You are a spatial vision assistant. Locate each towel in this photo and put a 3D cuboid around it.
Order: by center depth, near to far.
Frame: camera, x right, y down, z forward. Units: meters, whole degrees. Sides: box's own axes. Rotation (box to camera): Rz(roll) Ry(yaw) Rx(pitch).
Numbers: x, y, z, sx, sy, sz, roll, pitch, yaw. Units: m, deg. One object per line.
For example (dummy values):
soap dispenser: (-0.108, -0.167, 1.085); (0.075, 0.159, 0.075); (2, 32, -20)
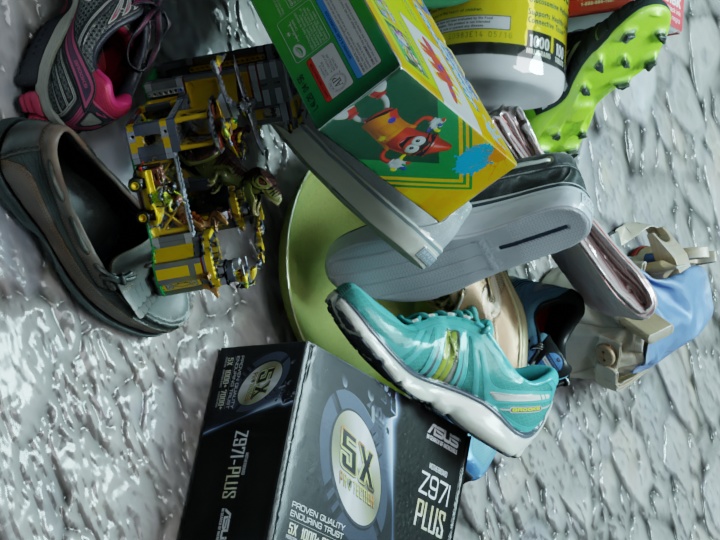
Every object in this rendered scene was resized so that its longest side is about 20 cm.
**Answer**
towel: (0.153, -0.044, 1.827); (0.032, 0.200, 0.191); (-36, 93, -2)

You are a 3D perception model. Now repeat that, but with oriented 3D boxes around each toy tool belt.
toy tool belt: (0.250, 0.026, 2.005); (0.200, 0.123, 0.125); (-30, 109, -48)

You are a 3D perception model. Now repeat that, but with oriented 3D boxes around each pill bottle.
pill bottle: (0.111, -0.235, 1.870); (0.112, 0.112, 0.201); (16, 74, -49)

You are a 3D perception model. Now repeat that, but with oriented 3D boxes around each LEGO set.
LEGO set: (-0.078, -0.072, 1.560); (0.200, 0.115, 0.154); (-62, 142, -78)

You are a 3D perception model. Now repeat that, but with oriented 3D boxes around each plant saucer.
plant saucer: (0.000, 0.000, 1.776); (0.200, 0.031, 0.201); (8, 80, -49)

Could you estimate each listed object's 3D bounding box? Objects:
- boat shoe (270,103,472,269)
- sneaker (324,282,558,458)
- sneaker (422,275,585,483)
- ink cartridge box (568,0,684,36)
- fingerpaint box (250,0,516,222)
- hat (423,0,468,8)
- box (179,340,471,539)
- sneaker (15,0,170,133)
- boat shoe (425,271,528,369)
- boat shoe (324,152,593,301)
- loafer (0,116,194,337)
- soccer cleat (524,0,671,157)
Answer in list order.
boat shoe: (0.000, -0.087, 1.673); (0.072, 0.201, 0.070); (-45, 159, -3)
sneaker: (0.059, 0.058, 1.724); (0.200, 0.077, 0.080); (32, 92, -25)
sneaker: (0.117, 0.080, 1.863); (0.078, 0.090, 0.200); (52, 50, -33)
ink cartridge box: (0.191, -0.292, 1.949); (0.084, 0.144, 0.201); (18, 73, -50)
fingerpaint box: (0.001, -0.151, 1.570); (0.167, 0.073, 0.200); (34, 25, -54)
hat: (0.051, -0.328, 1.831); (0.165, 0.176, 0.201); (13, 117, -14)
box: (-0.022, 0.162, 1.689); (0.200, 0.086, 0.164); (33, 61, -44)
sneaker: (-0.157, -0.176, 1.570); (0.081, 0.074, 0.201); (37, 58, -42)
boat shoe: (0.076, 0.013, 1.796); (0.064, 0.071, 0.201); (-2, 79, -44)
boat shoe: (0.071, -0.033, 1.715); (0.072, 0.199, 0.071); (69, 12, -44)
loafer: (-0.167, -0.024, 1.550); (0.200, 0.063, 0.072); (49, 52, -36)
soccer cleat: (0.180, -0.167, 1.897); (0.067, 0.200, 0.081); (-1, 60, -29)
